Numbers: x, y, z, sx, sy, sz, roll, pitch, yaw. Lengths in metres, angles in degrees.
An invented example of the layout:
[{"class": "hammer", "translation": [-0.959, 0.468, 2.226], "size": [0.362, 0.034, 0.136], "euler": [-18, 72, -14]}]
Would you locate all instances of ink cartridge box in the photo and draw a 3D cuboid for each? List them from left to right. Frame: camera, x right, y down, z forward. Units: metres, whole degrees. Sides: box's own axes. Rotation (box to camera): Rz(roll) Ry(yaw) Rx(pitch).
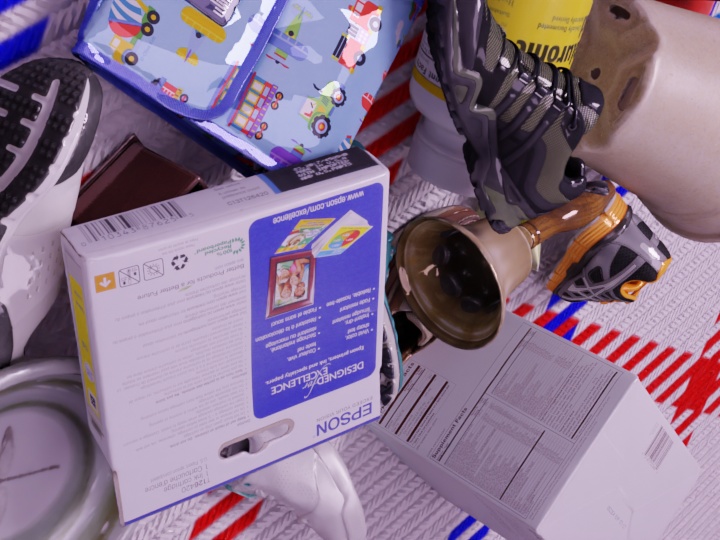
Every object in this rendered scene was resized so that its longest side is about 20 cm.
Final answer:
[{"class": "ink cartridge box", "translation": [-0.076, 0.039, 0.782], "size": [0.197, 0.047, 0.201], "euler": [-19, 131, -27]}]

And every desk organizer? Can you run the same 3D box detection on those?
[{"class": "desk organizer", "translation": [-0.105, 0.012, 0.833], "size": [0.072, 0.077, 0.200], "euler": [-48, 137, -16]}]

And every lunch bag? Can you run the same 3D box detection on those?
[{"class": "lunch bag", "translation": [-0.081, -0.158, 0.772], "size": [0.200, 0.094, 0.151], "euler": [31, 83, -39]}]

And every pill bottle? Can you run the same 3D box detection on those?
[{"class": "pill bottle", "translation": [0.098, -0.160, 0.916], "size": [0.111, 0.111, 0.201], "euler": [-10, 127, -42]}]

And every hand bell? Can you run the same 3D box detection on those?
[{"class": "hand bell", "translation": [0.132, -0.029, 0.964], "size": [0.199, 0.104, 0.105], "euler": [-29, 129, -36]}]

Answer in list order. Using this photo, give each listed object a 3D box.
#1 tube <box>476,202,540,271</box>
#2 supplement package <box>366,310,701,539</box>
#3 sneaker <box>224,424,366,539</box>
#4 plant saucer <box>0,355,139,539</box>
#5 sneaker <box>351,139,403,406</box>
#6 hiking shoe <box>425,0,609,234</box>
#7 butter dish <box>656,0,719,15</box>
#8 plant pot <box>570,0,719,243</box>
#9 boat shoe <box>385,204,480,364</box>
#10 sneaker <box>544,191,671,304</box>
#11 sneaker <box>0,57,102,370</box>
[{"class": "tube", "translation": [0.125, -0.104, 1.014], "size": [0.058, 0.052, 0.201], "euler": [-80, 173, -69]}, {"class": "supplement package", "translation": [0.145, 0.147, 1.066], "size": [0.147, 0.199, 0.191], "euler": [-53, 139, -10]}, {"class": "sneaker", "translation": [-0.060, 0.155, 0.972], "size": [0.088, 0.075, 0.201], "euler": [-31, 125, -14]}, {"class": "plant saucer", "translation": [-0.221, 0.136, 0.797], "size": [0.199, 0.050, 0.201], "euler": [-26, 131, -33]}, {"class": "sneaker", "translation": [0.000, 0.000, 0.907], "size": [0.079, 0.077, 0.201], "euler": [-22, 104, -49]}, {"class": "hiking shoe", "translation": [0.106, -0.121, 0.835], "size": [0.100, 0.076, 0.201], "euler": [-18, 130, 6]}, {"class": "butter dish", "translation": [0.310, -0.297, 1.038], "size": [0.199, 0.147, 0.201], "euler": [1, 109, -45]}, {"class": "plant pot", "translation": [0.250, -0.141, 1.046], "size": [0.183, 0.200, 0.202], "euler": [14, 100, -37]}, {"class": "boat shoe", "translation": [0.037, 0.032, 0.991], "size": [0.200, 0.072, 0.076], "euler": [-48, 137, -16]}, {"class": "sneaker", "translation": [0.218, -0.001, 1.111], "size": [0.078, 0.077, 0.200], "euler": [-50, 170, -7]}, {"class": "sneaker", "translation": [-0.201, -0.029, 0.733], "size": [0.201, 0.073, 0.080], "euler": [-62, 154, 6]}]
